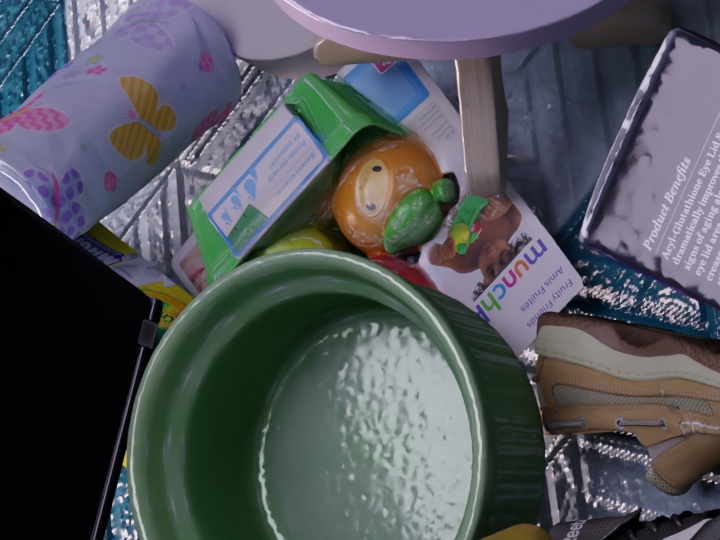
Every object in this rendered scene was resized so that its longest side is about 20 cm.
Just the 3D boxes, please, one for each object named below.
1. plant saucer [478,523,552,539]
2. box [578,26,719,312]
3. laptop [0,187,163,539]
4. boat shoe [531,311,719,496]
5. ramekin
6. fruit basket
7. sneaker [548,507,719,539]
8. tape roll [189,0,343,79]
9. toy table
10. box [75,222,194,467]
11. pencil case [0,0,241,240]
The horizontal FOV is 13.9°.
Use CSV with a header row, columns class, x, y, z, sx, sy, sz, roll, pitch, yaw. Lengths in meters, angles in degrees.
class,x,y,z,sx,sy,sz,roll,pitch,yaw
plant saucer,0.026,0.242,1.328,0.199,0.048,0.201,-21,93,2
box,0.220,-0.011,1.274,0.199,0.148,0.105,27,96,31
laptop,-0.177,0.090,1.471,0.200,0.115,0.188,123,163,-60
boat shoe,0.158,0.069,1.396,0.200,0.071,0.077,11,93,54
ramekin,-0.006,0.093,1.448,0.199,0.098,0.201,-3,84,29
fruit basket,0.000,0.000,1.542,0.185,0.094,0.200,-46,52,18
sneaker,0.131,0.140,1.366,0.200,0.066,0.091,-45,78,22
tape roll,-0.023,-0.208,1.683,0.202,0.037,0.204,-18,63,37
toy table,0.055,-0.144,1.478,0.199,0.117,0.185,8,67,14
box,-0.142,0.037,1.643,0.200,0.048,0.118,38,143,46
pencil case,-0.151,-0.075,1.632,0.090,0.083,0.200,-7,27,39
